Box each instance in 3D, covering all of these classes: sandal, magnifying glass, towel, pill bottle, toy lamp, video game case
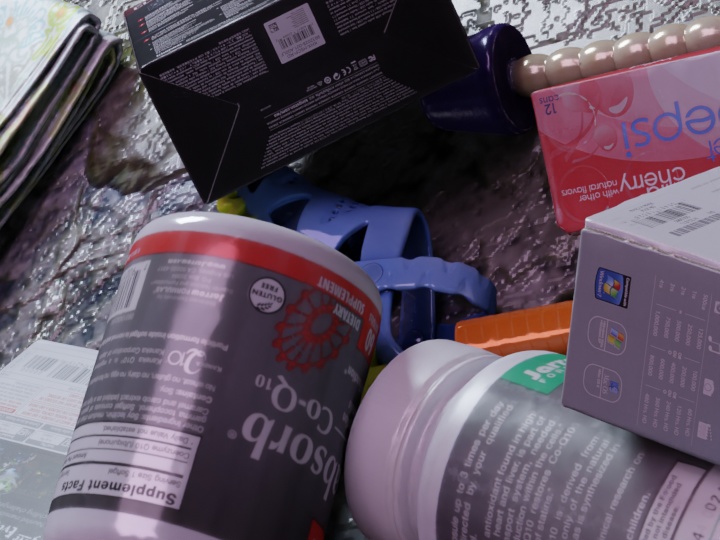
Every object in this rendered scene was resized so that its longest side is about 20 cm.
[{"bbox_3d":[0.000,0.000,1.042,0.087,0.080,0.200,-40,53,0],"label":"sandal"},{"bbox_3d":[0.138,0.018,0.942,0.198,0.022,0.080,-10,57,16],"label":"magnifying glass"},{"bbox_3d":[-0.251,-0.095,1.308,0.199,0.048,0.172,18,68,42],"label":"towel"},{"bbox_3d":[-0.067,0.087,0.908,0.115,0.116,0.201,0,65,35],"label":"pill bottle"},{"bbox_3d":[0.095,0.098,0.870,0.199,0.113,0.114,17,70,41],"label":"pill bottle"},{"bbox_3d":[0.121,-0.103,1.038,0.199,0.058,0.059,-9,54,28],"label":"toy lamp"},{"bbox_3d":[-0.146,0.104,1.042,0.199,0.023,0.182,9,38,39],"label":"video game case"}]

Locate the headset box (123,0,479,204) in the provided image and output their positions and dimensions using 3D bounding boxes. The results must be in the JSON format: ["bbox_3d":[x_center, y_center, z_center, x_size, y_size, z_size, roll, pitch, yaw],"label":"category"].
[{"bbox_3d":[-0.037,-0.119,1.085,0.148,0.075,0.200,-26,18,-2],"label":"headset box"}]

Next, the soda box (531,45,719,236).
[{"bbox_3d":[0.180,-0.067,0.946,0.199,0.063,0.071,-11,91,29],"label":"soda box"}]

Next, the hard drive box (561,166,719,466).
[{"bbox_3d":[0.199,0.026,0.794,0.199,0.155,0.077,20,116,35],"label":"hard drive box"}]
